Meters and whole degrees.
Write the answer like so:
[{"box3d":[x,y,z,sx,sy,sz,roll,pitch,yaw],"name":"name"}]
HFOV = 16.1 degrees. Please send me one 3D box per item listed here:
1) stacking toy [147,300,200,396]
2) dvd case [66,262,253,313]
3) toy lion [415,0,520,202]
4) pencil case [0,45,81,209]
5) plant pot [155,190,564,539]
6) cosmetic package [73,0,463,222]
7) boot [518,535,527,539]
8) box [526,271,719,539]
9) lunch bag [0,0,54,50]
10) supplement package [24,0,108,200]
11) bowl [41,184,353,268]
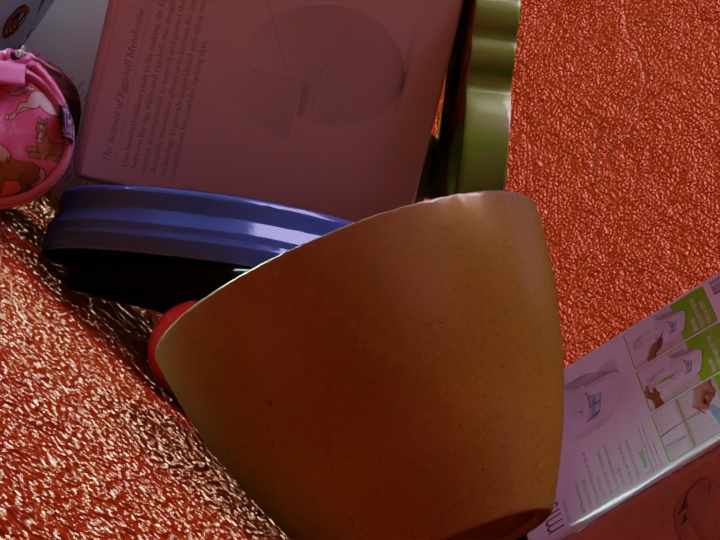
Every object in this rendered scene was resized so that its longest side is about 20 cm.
[{"box3d":[-0.048,0.063,1.399,0.085,0.085,0.200,42,10,37],"name":"stacking toy"},{"box3d":[-0.047,0.022,1.434,0.142,0.018,0.200,1,-10,40],"name":"dvd case"},{"box3d":[0.068,-0.093,1.510,0.068,0.192,0.200,7,34,-4],"name":"toy lion"},{"box3d":[-0.201,-0.083,1.450,0.083,0.086,0.200,58,-2,-7],"name":"pencil case"},{"box3d":[0.018,0.070,1.217,0.142,0.200,0.200,68,12,16],"name":"plant pot"},{"box3d":[-0.054,-0.134,1.517,0.199,0.200,0.123,13,6,-9],"name":"cosmetic package"},{"box3d":[0.061,0.157,1.398,0.186,0.064,0.200,43,9,27],"name":"boot"},{"box3d":[0.178,0.103,1.410,0.097,0.176,0.200,54,9,-18],"name":"box"},{"box3d":[-0.264,-0.191,1.511,0.124,0.170,0.200,34,3,11],"name":"lunch bag"},{"box3d":[-0.175,-0.125,1.680,0.200,0.152,0.151,40,-4,7],"name":"supplement package"},{"box3d":[-0.078,-0.013,1.430,0.200,0.039,0.201,8,-7,1],"name":"bowl"}]
